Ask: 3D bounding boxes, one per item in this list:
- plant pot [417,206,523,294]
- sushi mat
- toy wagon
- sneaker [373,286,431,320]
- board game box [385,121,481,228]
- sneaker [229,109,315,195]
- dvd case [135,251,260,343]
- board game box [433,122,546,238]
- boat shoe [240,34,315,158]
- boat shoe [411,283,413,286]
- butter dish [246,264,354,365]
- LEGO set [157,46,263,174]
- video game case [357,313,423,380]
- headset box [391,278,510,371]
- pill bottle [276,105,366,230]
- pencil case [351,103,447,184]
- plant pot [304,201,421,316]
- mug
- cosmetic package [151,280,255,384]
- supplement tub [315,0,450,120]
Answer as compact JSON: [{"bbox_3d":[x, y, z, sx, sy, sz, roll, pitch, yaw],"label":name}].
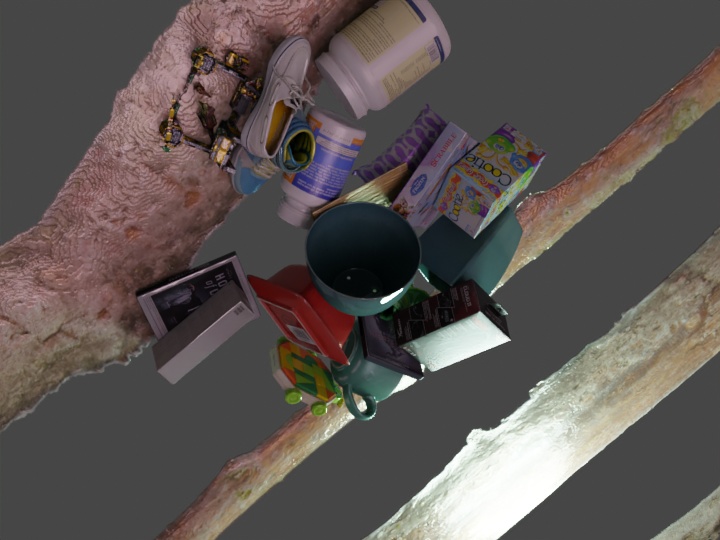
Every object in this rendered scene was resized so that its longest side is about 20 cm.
[{"bbox_3d":[0.223,-0.046,1.514,0.200,0.141,0.141,-48,141,-4],"label":"plant pot"},{"bbox_3d":[0.005,-0.122,1.361,0.198,0.012,0.096,-29,146,-12],"label":"sushi mat"},{"bbox_3d":[-0.100,0.218,1.519,0.199,0.156,0.040,33,115,-34],"label":"toy wagon"},{"bbox_3d":[0.068,0.068,1.507,0.198,0.085,0.074,22,144,-29],"label":"sneaker"},{"bbox_3d":[0.144,-0.172,1.409,0.201,0.041,0.199,-55,166,12],"label":"board game box"},{"bbox_3d":[-0.150,-0.186,1.284,0.079,0.131,0.201,11,124,-40],"label":"sneaker"},{"bbox_3d":[-0.304,0.065,1.431,0.198,0.025,0.152,-23,124,-10],"label":"dvd case"},{"bbox_3d":[0.245,-0.172,1.420,0.200,0.103,0.105,-40,162,-35],"label":"board game box"},{"bbox_3d":[-0.116,-0.271,1.192,0.074,0.086,0.204,27,89,-53],"label":"boat shoe"},{"bbox_3d":[0.059,-0.018,1.515,0.070,0.070,0.201,-36,126,-6],"label":"boat shoe"},{"bbox_3d":[-0.087,0.056,1.445,0.148,0.199,0.200,-47,126,-22],"label":"butter dish"},{"bbox_3d":[-0.236,-0.255,1.230,0.153,0.116,0.201,29,102,-33],"label":"LEGO set"},{"bbox_3d":[0.053,0.115,1.507,0.142,0.202,0.019,25,126,-31],"label":"video game case"},{"bbox_3d":[0.184,0.105,1.452,0.198,0.078,0.149,-24,143,23],"label":"headset box"},{"bbox_3d":[-0.077,-0.179,1.344,0.111,0.112,0.202,16,109,-29],"label":"pill bottle"},{"bbox_3d":[0.083,-0.219,1.412,0.200,0.084,0.086,-43,89,1],"label":"pencil case"},{"bbox_3d":[0.000,0.000,1.322,0.198,0.202,0.135,-15,149,-15],"label":"plant pot"},{"bbox_3d":[0.010,0.187,1.534,0.114,0.186,0.152,26,121,-29],"label":"mug"},{"bbox_3d":[-0.292,0.114,1.399,0.199,0.083,0.051,-39,128,2],"label":"cosmetic package"},{"bbox_3d":[0.037,-0.365,1.272,0.199,0.145,0.145,-37,125,0],"label":"supplement tub"}]
